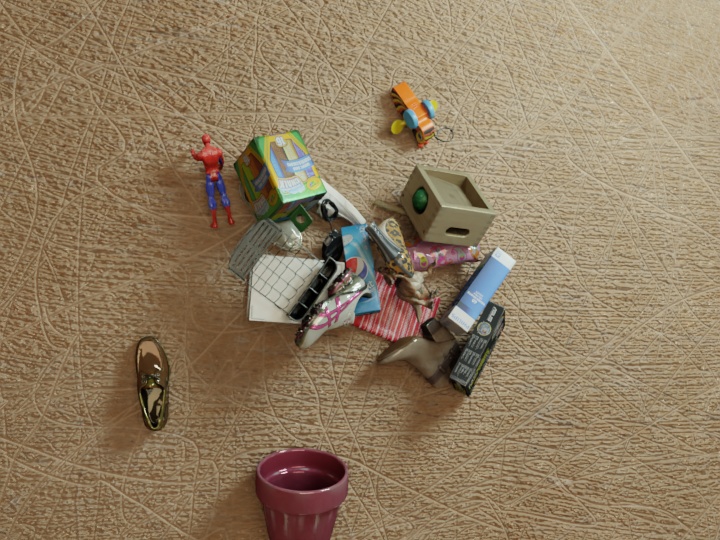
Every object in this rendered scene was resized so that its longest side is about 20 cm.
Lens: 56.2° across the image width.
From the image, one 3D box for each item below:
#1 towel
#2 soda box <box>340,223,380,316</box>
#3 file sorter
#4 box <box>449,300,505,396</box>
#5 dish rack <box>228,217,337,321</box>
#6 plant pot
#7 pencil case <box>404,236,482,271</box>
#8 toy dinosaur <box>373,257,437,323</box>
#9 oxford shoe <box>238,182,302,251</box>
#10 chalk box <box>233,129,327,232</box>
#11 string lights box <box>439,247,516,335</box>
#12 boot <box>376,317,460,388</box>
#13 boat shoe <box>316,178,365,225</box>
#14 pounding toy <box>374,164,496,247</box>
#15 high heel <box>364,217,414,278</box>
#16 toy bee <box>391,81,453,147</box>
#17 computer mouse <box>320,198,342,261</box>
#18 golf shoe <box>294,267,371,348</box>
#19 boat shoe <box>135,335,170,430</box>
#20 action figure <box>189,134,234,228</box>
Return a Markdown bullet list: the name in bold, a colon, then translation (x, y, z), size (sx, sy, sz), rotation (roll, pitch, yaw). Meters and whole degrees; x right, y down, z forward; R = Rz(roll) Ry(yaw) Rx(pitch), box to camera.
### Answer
- **towel**: translation (0.085, 0.095, 1.606), size (0.198, 0.022, 0.146), rotation (23, 81, -12)
- **soda box**: translation (0.000, 0.000, 1.550), size (0.063, 0.068, 0.202), rotation (-9, 81, -1)
- **file sorter**: translation (-0.148, 0.048, 1.495), size (0.198, 0.124, 0.141), rotation (5, 84, -14)
- **box**: translation (0.276, 0.186, 1.578), size (0.044, 0.160, 0.201), rotation (26, 78, 19)
- **dish rack**: translation (-0.166, -0.007, 1.404), size (0.199, 0.055, 0.154), rotation (38, 75, -9)
- **plant pot**: translation (-0.128, 0.506, 1.443), size (0.198, 0.200, 0.181), rotation (1, 101, -14)
- **pencil case**: translation (0.188, -0.045, 1.613), size (0.198, 0.087, 0.089), rotation (-9, 88, -16)
- **toy dinosaur**: translation (0.105, 0.035, 1.547), size (0.134, 0.201, 0.086), rotation (6, 51, 14)
- **oxford shoe**: translation (-0.205, -0.128, 1.529), size (0.075, 0.058, 0.201), rotation (-38, 97, -16)
- **chalk box**: translation (-0.167, -0.179, 1.458), size (0.123, 0.125, 0.202), rotation (-18, 79, -38)
- **string lights box**: translation (0.268, 0.049, 1.558), size (0.059, 0.103, 0.201), rotation (36, 80, 2)
- **boot**: translation (0.149, 0.212, 1.576), size (0.199, 0.070, 0.147), rotation (-32, 102, -17)
- **boat shoe**: translation (-0.079, -0.158, 1.561), size (0.199, 0.072, 0.069), rotation (39, 93, -11)
- **pounding toy**: translation (0.168, -0.144, 1.567), size (0.198, 0.143, 0.185), rotation (5, 40, -28)
- **high heel**: translation (0.082, -0.044, 1.500), size (0.071, 0.200, 0.143), rotation (-40, 83, 16)
- **toy bee**: translation (0.135, -0.349, 1.623), size (0.129, 0.109, 0.202), rotation (-11, 64, -7)
- **computer mouse**: translation (-0.073, -0.088, 1.510), size (0.034, 0.201, 0.059), rotation (34, 59, 28)
- **golf shoe**: translation (-0.055, 0.093, 1.415), size (0.092, 0.073, 0.200), rotation (43, 75, -9)
- **boat shoe**: translation (-0.438, 0.238, 1.434), size (0.071, 0.068, 0.202), rotation (-10, 87, -13)
- **action figure**: translation (-0.331, -0.205, 1.505), size (0.065, 0.099, 0.202), rotation (-13, 111, -18)
